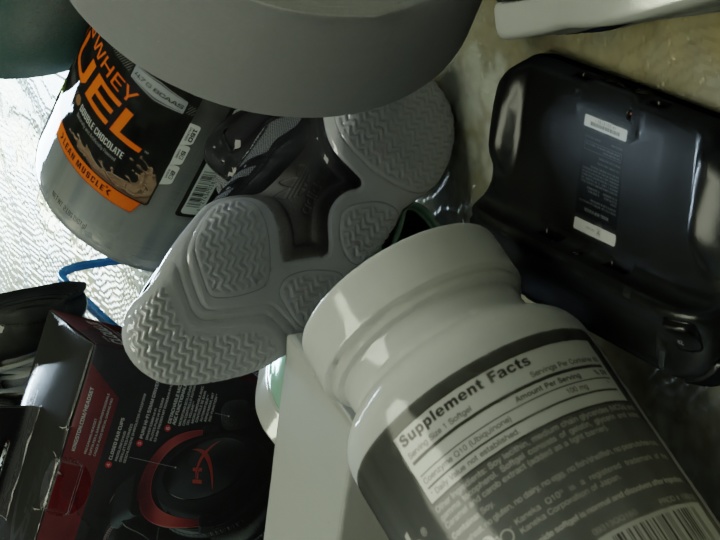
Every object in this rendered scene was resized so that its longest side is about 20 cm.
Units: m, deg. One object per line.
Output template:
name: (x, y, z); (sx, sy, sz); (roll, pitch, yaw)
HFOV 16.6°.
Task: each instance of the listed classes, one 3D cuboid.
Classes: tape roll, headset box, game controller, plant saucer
tape roll: (-0.036, -0.163, 1.069); (0.066, 0.199, 0.201); (113, 142, -50)
headset box: (-0.099, 0.113, 1.256); (0.075, 0.199, 0.149); (27, 101, 61)
game controller: (0.105, -0.025, 1.010); (0.200, 0.042, 0.105); (31, 111, 60)
plant saucer: (-0.123, -0.170, 1.321); (0.039, 0.201, 0.201); (40, 144, 9)

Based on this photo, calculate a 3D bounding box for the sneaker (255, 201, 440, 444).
sneaker: (0.000, 0.000, 1.229); (0.118, 0.074, 0.201); (-46, 28, 22)

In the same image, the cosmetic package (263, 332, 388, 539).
cosmetic package: (0.019, 0.121, 1.151); (0.081, 0.112, 0.201); (-125, 33, -46)

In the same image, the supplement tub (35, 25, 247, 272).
supplement tub: (-0.084, -0.103, 1.274); (0.200, 0.122, 0.123); (-58, 45, 42)

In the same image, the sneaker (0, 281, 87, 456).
sneaker: (-0.184, 0.055, 1.338); (0.200, 0.074, 0.089); (152, 109, -75)

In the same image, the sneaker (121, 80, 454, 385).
sneaker: (-0.049, -0.020, 1.164); (0.076, 0.200, 0.114); (54, 156, -20)

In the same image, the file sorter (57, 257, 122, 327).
file sorter: (-0.097, 0.098, 1.388); (0.139, 0.122, 0.201); (-144, 50, -59)

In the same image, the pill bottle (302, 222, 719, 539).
pill bottle: (0.065, 0.086, 0.990); (0.200, 0.115, 0.116); (57, 148, 24)

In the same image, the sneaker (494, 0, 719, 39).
sneaker: (0.097, -0.149, 0.932); (0.200, 0.073, 0.112); (-178, 79, -67)
